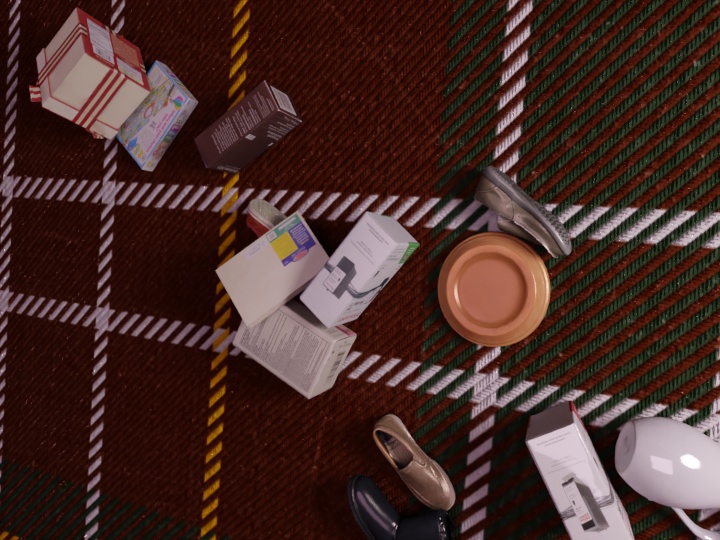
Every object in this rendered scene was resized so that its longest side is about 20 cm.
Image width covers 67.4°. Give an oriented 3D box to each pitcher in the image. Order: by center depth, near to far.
[{"bbox_3d":[0.487,0.318,0.810,0.196,0.121,0.175,16,113,10],"label":"pitcher"}]

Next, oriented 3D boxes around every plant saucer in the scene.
[{"bbox_3d":[0.228,0.034,0.946,0.196,0.037,0.205,0,91,22],"label":"plant saucer"}]

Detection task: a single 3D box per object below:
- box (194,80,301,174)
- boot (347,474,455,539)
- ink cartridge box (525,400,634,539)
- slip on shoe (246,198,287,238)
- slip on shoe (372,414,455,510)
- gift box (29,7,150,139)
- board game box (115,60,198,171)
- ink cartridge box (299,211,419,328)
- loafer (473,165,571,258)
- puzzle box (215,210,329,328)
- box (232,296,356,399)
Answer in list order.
[{"bbox_3d":[-0.228,-0.284,1.096,0.198,0.100,0.076,-30,80,21],"label":"box"},{"bbox_3d":[0.083,0.453,0.986,0.166,0.076,0.203,-27,88,29],"label":"boot"},{"bbox_3d":[0.342,0.327,0.846,0.082,0.146,0.203,-27,82,18],"label":"ink cartridge box"},{"bbox_3d":[-0.158,-0.063,1.094,0.199,0.074,0.062,41,130,15],"label":"slip on shoe"},{"bbox_3d":[0.095,0.359,0.996,0.076,0.060,0.201,-40,77,18],"label":"slip on shoe"},{"bbox_3d":[-0.593,-0.411,1.177,0.185,0.183,0.203,-35,55,21],"label":"gift box"},{"bbox_3d":[-0.471,-0.350,1.231,0.135,0.034,0.200,47,107,15],"label":"board game box"},{"bbox_3d":[0.000,0.000,0.983,0.083,0.146,0.201,44,107,14],"label":"ink cartridge box"},{"bbox_3d":[0.270,-0.089,0.914,0.201,0.075,0.070,49,119,19],"label":"loafer"},{"bbox_3d":[-0.161,-0.003,1.019,0.198,0.025,0.134,-35,69,-1],"label":"puzzle box"},{"bbox_3d":[-0.128,0.134,1.058,0.198,0.109,0.130,31,102,19],"label":"box"}]
